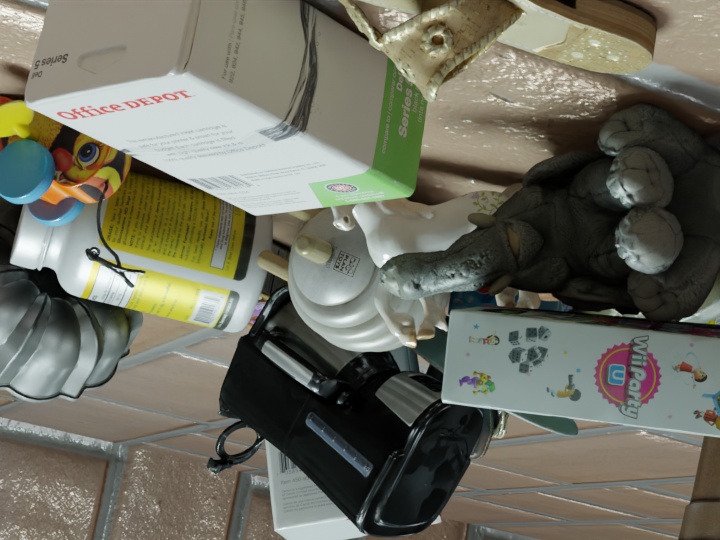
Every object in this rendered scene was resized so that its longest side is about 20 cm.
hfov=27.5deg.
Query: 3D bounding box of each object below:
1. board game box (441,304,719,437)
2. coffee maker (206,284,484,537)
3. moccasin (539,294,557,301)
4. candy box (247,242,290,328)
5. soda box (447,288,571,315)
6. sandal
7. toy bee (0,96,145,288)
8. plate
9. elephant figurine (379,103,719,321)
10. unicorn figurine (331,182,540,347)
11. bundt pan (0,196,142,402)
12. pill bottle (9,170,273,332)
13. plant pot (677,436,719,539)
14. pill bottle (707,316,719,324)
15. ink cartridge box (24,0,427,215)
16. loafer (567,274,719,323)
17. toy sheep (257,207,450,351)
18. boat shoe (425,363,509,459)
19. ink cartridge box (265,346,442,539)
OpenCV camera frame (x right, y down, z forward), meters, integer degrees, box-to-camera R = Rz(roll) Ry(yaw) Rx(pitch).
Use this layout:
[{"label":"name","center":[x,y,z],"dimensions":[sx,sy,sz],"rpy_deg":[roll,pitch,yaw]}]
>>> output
[{"label":"board game box","center":[0.165,0.062,0.948],"dimensions":[0.200,0.064,0.148],"rpy_deg":[6,-178,14]},{"label":"coffee maker","center":[-0.013,0.137,1.253],"dimensions":[0.135,0.192,0.200],"rpy_deg":[-15,-139,-40]},{"label":"moccasin","center":[0.195,-0.014,1.107],"dimensions":[0.078,0.074,0.201],"rpy_deg":[27,149,-27]},{"label":"candy box","center":[-0.111,0.009,1.407],"dimensions":[0.117,0.056,0.200],"rpy_deg":[-2,160,39]},{"label":"soda box","center":[0.161,0.039,1.321],"dimensions":[0.068,0.064,0.200],"rpy_deg":[-2,160,37]},{"label":"sandal","center":[0.055,-0.122,0.786],"dimensions":[0.212,0.070,0.078],"rpy_deg":[13,165,-9]},{"label":"toy bee","center":[-0.213,-0.082,1.090],"dimensions":[0.200,0.109,0.131],"rpy_deg":[34,174,4]},{"label":"plate","center":[0.108,0.079,1.275],"dimensions":[0.200,0.026,0.200],"rpy_deg":[31,-172,-5]},{"label":"elephant figurine","center":[0.141,-0.028,0.973],"dimensions":[0.155,0.142,0.200],"rpy_deg":[36,147,-28]},{"label":"unicorn figurine","center":[0.049,-0.019,1.071],"dimensions":[0.200,0.137,0.074],"rpy_deg":[-10,169,-22]},{"label":"bundt pan","center":[-0.273,0.009,1.276],"dimensions":[0.202,0.202,0.076],"rpy_deg":[18,140,-28]},{"label":"pill bottle","center":[-0.181,-0.023,1.221],"dimensions":[0.200,0.113,0.112],"rpy_deg":[15,164,-15]},{"label":"plant pot","center":[0.428,0.204,1.495],"dimensions":[0.200,0.198,0.200],"rpy_deg":[10,166,3]},{"label":"pill bottle","center":[0.324,0.068,1.227],"dimensions":[0.113,0.113,0.200],"rpy_deg":[13,164,-10]},{"label":"ink cartridge box","center":[-0.077,-0.108,0.895],"dimensions":[0.145,0.084,0.200],"rpy_deg":[-4,160,41]},{"label":"loafer","center":[0.212,0.027,1.196],"dimensions":[0.070,0.075,0.200],"rpy_deg":[34,131,-28]},{"label":"toy sheep","center":[0.000,0.000,1.162],"dimensions":[0.138,0.138,0.200],"rpy_deg":[1,174,31]},{"label":"boat shoe","center":[0.107,0.116,1.343],"dimensions":[0.073,0.075,0.200],"rpy_deg":[19,-161,-8]},{"label":"ink cartridge box","center":[-0.012,0.143,1.377],"dimensions":[0.147,0.200,0.083],"rpy_deg":[-11,156,9]}]
